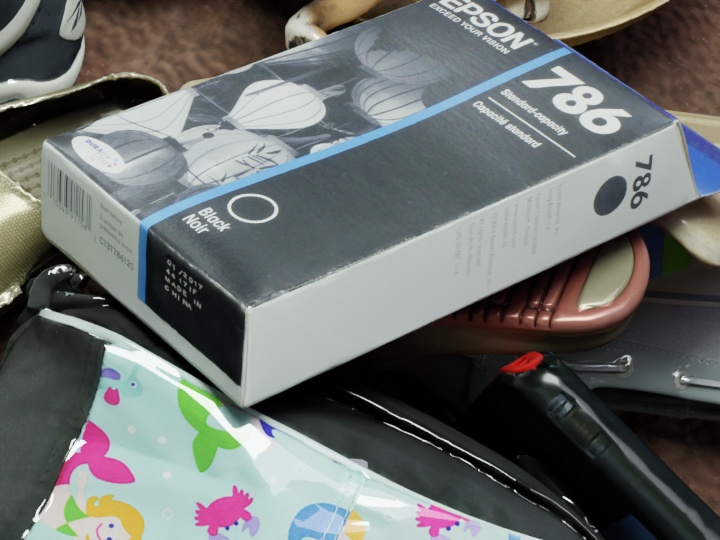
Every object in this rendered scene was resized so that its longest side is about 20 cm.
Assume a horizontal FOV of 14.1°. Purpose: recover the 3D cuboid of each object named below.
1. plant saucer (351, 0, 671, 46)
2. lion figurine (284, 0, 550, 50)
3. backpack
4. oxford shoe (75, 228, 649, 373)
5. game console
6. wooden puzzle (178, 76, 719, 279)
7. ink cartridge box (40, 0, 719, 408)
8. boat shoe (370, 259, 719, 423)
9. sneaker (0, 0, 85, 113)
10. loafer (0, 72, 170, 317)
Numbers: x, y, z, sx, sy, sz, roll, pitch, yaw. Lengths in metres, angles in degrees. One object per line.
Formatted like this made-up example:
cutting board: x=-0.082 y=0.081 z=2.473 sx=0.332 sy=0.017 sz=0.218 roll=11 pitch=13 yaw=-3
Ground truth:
plant saucer: x=0.049 y=-0.146 z=1.131 sx=0.199 sy=0.036 sz=0.201 roll=0 pitch=48 yaw=0
lion figurine: x=-0.023 y=-0.131 z=1.049 sx=0.200 sy=0.073 sz=0.123 roll=22 pitch=44 yaw=23
backpack: x=-0.023 y=0.097 z=0.863 sx=0.199 sy=0.178 sz=0.151 roll=18 pitch=85 yaw=-3
oxford shoe: x=0.000 y=0.000 z=0.911 sx=0.199 sy=0.075 sz=0.071 roll=11 pitch=52 yaw=26
game console: x=0.109 y=0.108 z=0.903 sx=0.200 sy=0.177 sz=0.031 roll=44 pitch=84 yaw=4
wooden puzzle: x=0.062 y=-0.032 z=0.999 sx=0.199 sy=0.046 sz=0.185 roll=14 pitch=15 yaw=27
ink cartridge box: x=0.016 y=-0.032 z=0.843 sx=0.200 sy=0.039 sz=0.099 roll=-23 pitch=43 yaw=-34
boat shoe: x=0.065 y=0.031 z=1.014 sx=0.200 sy=0.070 sz=0.072 roll=0 pitch=81 yaw=-11
sneaker: x=-0.186 y=-0.113 z=0.990 sx=0.198 sy=0.130 sz=0.080 roll=14 pitch=52 yaw=-9
loafer: x=-0.138 y=-0.016 z=0.976 sx=0.200 sy=0.068 sz=0.076 roll=-35 pitch=72 yaw=-33
